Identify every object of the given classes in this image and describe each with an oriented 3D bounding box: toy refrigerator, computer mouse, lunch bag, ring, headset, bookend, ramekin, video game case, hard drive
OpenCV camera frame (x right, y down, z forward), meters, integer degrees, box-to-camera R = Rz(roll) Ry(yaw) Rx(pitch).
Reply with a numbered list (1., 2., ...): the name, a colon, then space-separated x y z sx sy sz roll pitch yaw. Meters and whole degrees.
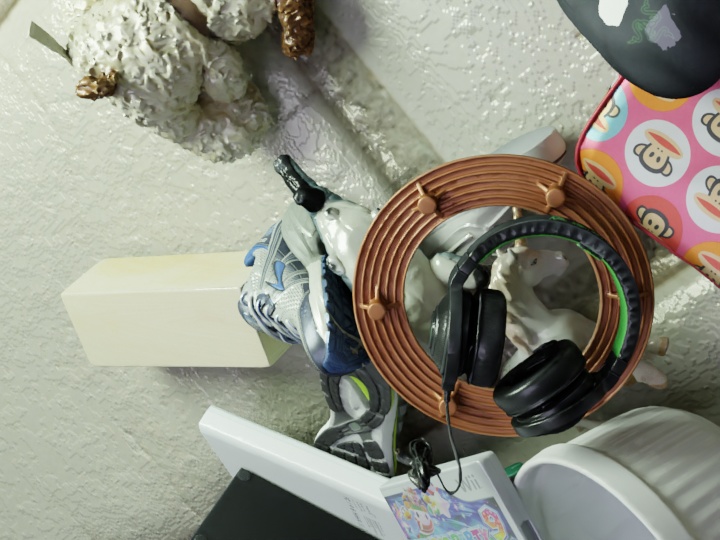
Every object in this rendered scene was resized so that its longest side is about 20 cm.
1. toy refrigerator: -0.148 0.032 1.287 0.200 0.070 0.076 -3 118 36
2. computer mouse: 0.149 -0.182 0.928 0.139 0.053 0.200 -56 50 28
3. lunch bag: 0.250 -0.080 0.951 0.200 0.082 0.176 40 128 12
4. ring: 0.092 0.021 1.006 0.200 0.019 0.201 3 110 9
5. headset: 0.093 0.057 0.984 0.123 0.094 0.200 34 97 -4
6. bookend: -0.051 0.300 1.302 0.200 0.092 0.199 27 135 10
7. ramekin: 0.205 0.187 1.031 0.200 0.105 0.200 44 151 32
8. video game case: 0.101 0.231 1.107 0.200 0.018 0.143 61 148 -1
9. hard drive: -0.029 0.182 1.269 0.200 0.027 0.132 19 155 25

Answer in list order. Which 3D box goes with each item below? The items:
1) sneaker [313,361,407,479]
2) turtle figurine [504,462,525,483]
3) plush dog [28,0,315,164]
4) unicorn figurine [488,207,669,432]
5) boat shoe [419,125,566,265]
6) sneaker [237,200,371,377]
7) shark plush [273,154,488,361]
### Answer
1. sneaker: 0.013 0.103 1.214 0.074 0.081 0.200 26 144 13
2. turtle figurine: 0.132 0.253 1.194 0.150 0.101 0.200 -24 93 39
3. plush dog: -0.128 -0.193 1.126 0.200 0.160 0.172 44 103 5
4. unicorn figurine: 0.141 0.054 1.064 0.137 0.074 0.200 15 130 -4
5. boat shoe: 0.082 -0.035 1.096 0.200 0.072 0.066 -34 96 41
6. sneaker: -0.044 0.027 1.134 0.085 0.200 0.077 -35 119 10
7. shark plush: 0.000 0.000 1.103 0.200 0.091 0.083 35 170 11
